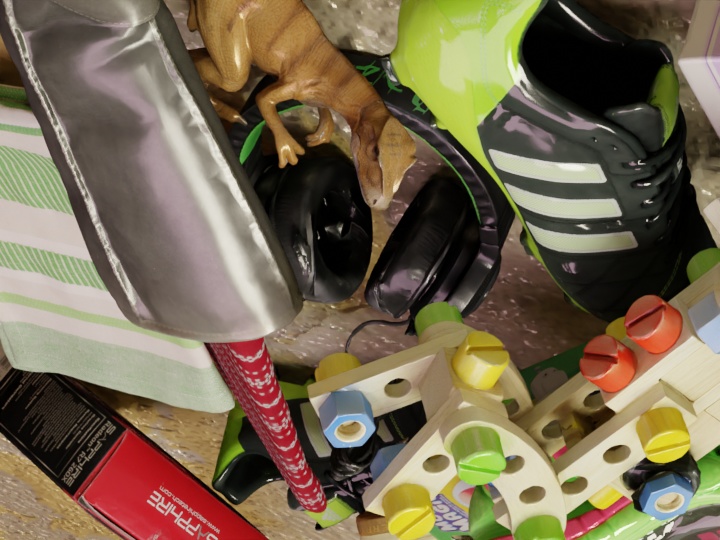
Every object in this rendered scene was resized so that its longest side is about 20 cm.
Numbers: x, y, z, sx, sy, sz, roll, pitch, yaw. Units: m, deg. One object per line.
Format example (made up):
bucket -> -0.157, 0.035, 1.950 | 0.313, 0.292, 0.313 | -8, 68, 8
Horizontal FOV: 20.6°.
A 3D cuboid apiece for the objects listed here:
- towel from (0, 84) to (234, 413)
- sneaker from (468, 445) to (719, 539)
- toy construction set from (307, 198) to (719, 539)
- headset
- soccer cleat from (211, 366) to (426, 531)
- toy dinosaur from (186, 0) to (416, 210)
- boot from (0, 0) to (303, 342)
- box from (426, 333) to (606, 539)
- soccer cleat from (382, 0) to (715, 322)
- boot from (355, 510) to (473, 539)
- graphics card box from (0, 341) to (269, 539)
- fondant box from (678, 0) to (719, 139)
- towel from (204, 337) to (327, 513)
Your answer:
towel -> -0.156, -0.013, 0.957 | 0.152, 0.023, 0.201 | 10, 140, 35
sneaker -> 0.144, 0.086, 0.818 | 0.199, 0.077, 0.084 | -12, 158, 12
toy construction set -> 0.091, 0.033, 0.698 | 0.199, 0.093, 0.131 | -29, 133, 34
headset -> 0.000, 0.000, 0.849 | 0.123, 0.094, 0.201 | 14, 141, 15
soccer cleat -> 0.009, 0.097, 1.036 | 0.199, 0.081, 0.068 | -1, 146, 37
toy dinosaur -> -0.050, -0.103, 0.745 | 0.200, 0.060, 0.106 | 44, 151, 3
boot -> -0.115, -0.074, 0.750 | 0.181, 0.073, 0.201 | 25, 151, 41
box -> 0.120, 0.082, 0.886 | 0.199, 0.049, 0.117 | -26, 132, 22
soccer cleat -> 0.091, -0.041, 0.727 | 0.081, 0.068, 0.200 | -12, 137, 39
boot -> 0.080, 0.188, 1.006 | 0.072, 0.157, 0.199 | -14, 170, 35
graphics card box -> -0.148, 0.102, 1.110 | 0.125, 0.051, 0.200 | 43, 171, -37
fondant box -> 0.212, -0.033, 0.675 | 0.144, 0.058, 0.200 | 1, 146, 35
towel -> -0.065, 0.018, 0.912 | 0.145, 0.022, 0.200 | 57, 172, 30
